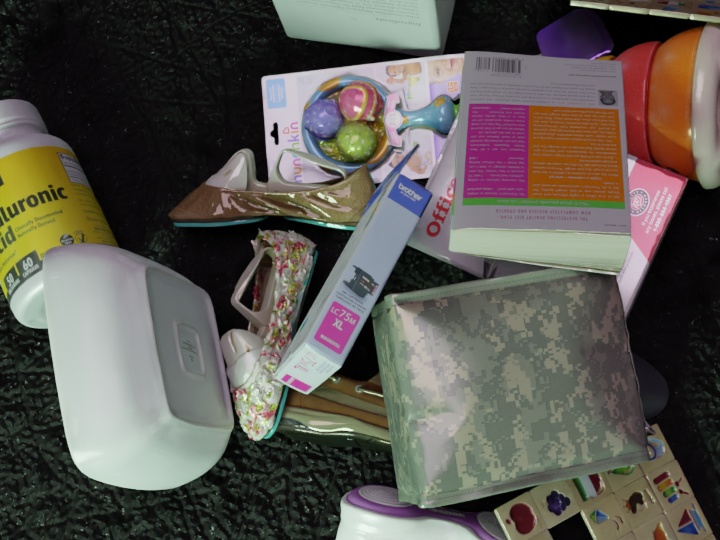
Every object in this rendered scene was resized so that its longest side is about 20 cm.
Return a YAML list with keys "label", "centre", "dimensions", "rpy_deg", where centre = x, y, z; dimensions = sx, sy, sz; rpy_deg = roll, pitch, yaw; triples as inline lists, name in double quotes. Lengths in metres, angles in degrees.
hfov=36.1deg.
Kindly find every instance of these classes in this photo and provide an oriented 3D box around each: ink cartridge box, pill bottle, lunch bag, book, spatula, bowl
- label: "ink cartridge box"
  centre: [0.160, -0.048, 0.960]
  dimensions: [0.199, 0.084, 0.145]
  rpy_deg: [25, 94, 14]
- label: "pill bottle"
  centre: [-0.303, -0.056, 1.031]
  dimensions: [0.111, 0.111, 0.200]
  rpy_deg: [-29, 71, -1]
- label: "lunch bag"
  centre: [0.120, 0.086, 0.862]
  dimensions: [0.199, 0.118, 0.165]
  rpy_deg: [-8, 83, -9]
- label: "ink cartridge box"
  centre: [0.000, 0.000, 0.913]
  dimensions: [0.042, 0.119, 0.200]
  rpy_deg: [29, 68, -6]
- label: "book"
  centre: [0.141, -0.095, 0.872]
  dimensions: [0.133, 0.048, 0.201]
  rpy_deg: [6, 52, 4]
- label: "spatula"
  centre: [0.140, -0.192, 1.056]
  dimensions: [0.199, 0.021, 0.057]
  rpy_deg: [-23, 73, 1]
- label: "bowl"
  centre: [-0.172, 0.076, 0.921]
  dimensions: [0.074, 0.200, 0.200]
  rpy_deg: [-17, 72, 13]

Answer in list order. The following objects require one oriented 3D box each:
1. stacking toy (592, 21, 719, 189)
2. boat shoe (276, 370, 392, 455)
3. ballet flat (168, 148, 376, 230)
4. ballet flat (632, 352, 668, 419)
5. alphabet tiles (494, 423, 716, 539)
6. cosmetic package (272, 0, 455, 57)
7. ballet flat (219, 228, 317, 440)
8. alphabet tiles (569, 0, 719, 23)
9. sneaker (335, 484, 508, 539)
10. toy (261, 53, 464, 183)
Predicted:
- label: "stacking toy"
  centre: [0.235, -0.149, 0.995]
  dimensions: [0.199, 0.146, 0.147]
  rpy_deg: [4, 73, 29]
- label: "boat shoe"
  centre: [0.023, 0.119, 0.953]
  dimensions: [0.199, 0.076, 0.074]
  rpy_deg: [9, 72, 10]
- label: "ballet flat"
  centre: [-0.080, -0.076, 1.020]
  dimensions: [0.199, 0.068, 0.073]
  rpy_deg: [2, 106, 9]
- label: "ballet flat"
  centre: [0.168, 0.075, 0.947]
  dimensions: [0.199, 0.073, 0.073]
  rpy_deg: [21, 77, 13]
- label: "alphabet tiles"
  centre: [0.220, 0.248, 0.887]
  dimensions: [0.167, 0.008, 0.201]
  rpy_deg: [-22, 81, -21]
- label: "cosmetic package"
  centre: [0.007, -0.321, 1.019]
  dimensions: [0.164, 0.200, 0.165]
  rpy_deg: [10, 75, 10]
- label: "ballet flat"
  centre: [-0.090, 0.050, 0.978]
  dimensions: [0.064, 0.076, 0.201]
  rpy_deg: [25, 57, -24]
- label: "alphabet tiles"
  centre: [0.265, -0.245, 0.993]
  dimensions: [0.199, 0.166, 0.006]
  rpy_deg: [10, 113, 14]
- label: "sneaker"
  centre: [0.073, 0.247, 0.920]
  dimensions: [0.199, 0.075, 0.100]
  rpy_deg: [15, 101, 8]
- label: "toy"
  centre: [0.005, -0.141, 1.034]
  dimensions: [0.199, 0.047, 0.116]
  rpy_deg: [-5, 85, 5]
